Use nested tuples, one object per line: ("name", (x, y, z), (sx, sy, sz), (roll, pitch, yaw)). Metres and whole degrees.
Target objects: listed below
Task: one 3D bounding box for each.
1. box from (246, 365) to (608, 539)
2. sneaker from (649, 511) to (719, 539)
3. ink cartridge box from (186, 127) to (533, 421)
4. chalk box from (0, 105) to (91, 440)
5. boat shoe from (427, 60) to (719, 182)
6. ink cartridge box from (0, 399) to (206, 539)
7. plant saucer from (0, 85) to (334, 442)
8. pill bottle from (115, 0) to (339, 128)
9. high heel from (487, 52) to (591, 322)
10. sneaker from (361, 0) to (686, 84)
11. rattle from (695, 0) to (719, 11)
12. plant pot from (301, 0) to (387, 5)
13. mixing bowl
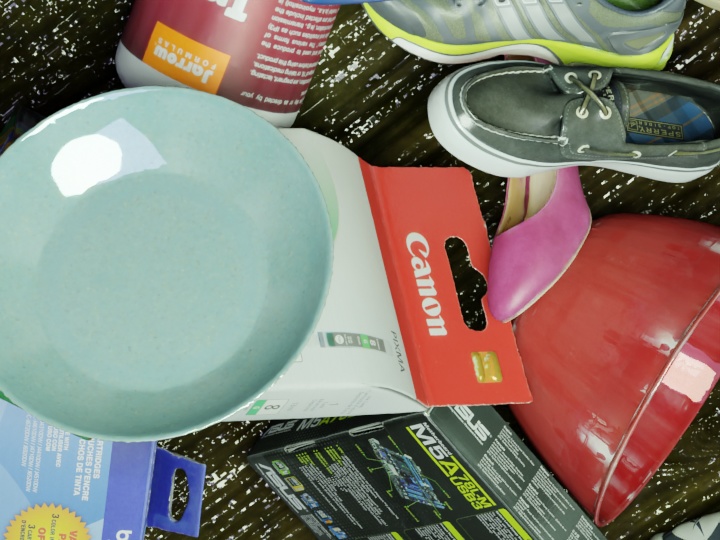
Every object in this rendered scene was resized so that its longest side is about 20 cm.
("box", (0.052, 0.156, 1.459), (0.200, 0.048, 0.193), (49, 143, -15))
("sneaker", (0.278, 0.225, 1.542), (0.130, 0.079, 0.199), (-38, 96, 17))
("ink cartridge box", (0.000, 0.000, 1.343), (0.200, 0.161, 0.050), (-2, 154, -25))
("chalk box", (-0.178, 0.006, 1.376), (0.124, 0.200, 0.124), (29, 103, -12))
("boat shoe", (0.133, -0.091, 1.362), (0.200, 0.057, 0.069), (3, 67, -30))
("ink cartridge box", (-0.197, 0.124, 1.480), (0.200, 0.076, 0.137), (6, 107, -8))
("plant saucer", (-0.112, 0.000, 1.261), (0.201, 0.039, 0.201), (-2, 67, 5))
("pill bottle", (-0.073, -0.147, 1.381), (0.113, 0.113, 0.200), (19, 105, -10))
("high heel", (0.094, -0.067, 1.395), (0.096, 0.067, 0.200), (40, 59, -21))
("sneaker", (0.095, -0.163, 1.370), (0.200, 0.074, 0.081), (4, 149, -15))
("rattle", (0.198, -0.232, 1.400), (0.200, 0.130, 0.143), (23, 94, 16))
("plant pot", (0.037, -0.246, 1.212), (0.180, 0.200, 0.200), (0, 108, -17))
("mixing bowl", (0.153, 0.041, 1.436), (0.108, 0.200, 0.200), (33, 104, 17))
